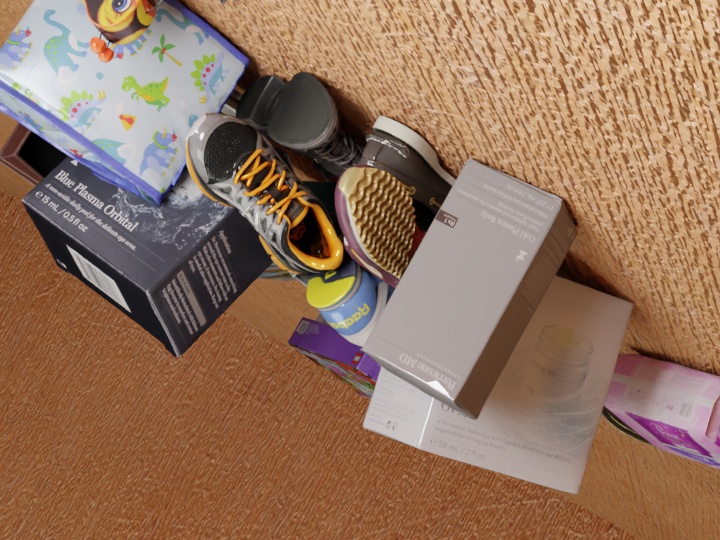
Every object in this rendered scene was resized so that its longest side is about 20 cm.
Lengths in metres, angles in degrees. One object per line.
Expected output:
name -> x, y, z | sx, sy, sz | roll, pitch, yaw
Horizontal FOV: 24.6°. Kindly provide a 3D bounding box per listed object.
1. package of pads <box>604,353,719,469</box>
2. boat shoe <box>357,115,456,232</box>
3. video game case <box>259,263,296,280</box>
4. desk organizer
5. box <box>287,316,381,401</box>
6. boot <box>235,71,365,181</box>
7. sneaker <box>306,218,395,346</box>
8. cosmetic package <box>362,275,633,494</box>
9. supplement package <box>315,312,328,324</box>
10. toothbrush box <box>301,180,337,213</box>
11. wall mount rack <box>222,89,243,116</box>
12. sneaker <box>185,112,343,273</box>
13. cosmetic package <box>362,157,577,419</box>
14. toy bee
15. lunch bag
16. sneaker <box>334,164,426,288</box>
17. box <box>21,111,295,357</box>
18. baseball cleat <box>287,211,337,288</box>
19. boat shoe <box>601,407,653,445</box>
package of pads -> 0.357, 0.155, 1.761 | 0.120, 0.076, 0.199 | 34, 171, -25
boat shoe -> 0.058, -0.072, 1.572 | 0.071, 0.061, 0.201 | 24, 168, 40
video game case -> -0.097, -0.008, 1.816 | 0.142, 0.018, 0.199 | -5, 172, 38
desk organizer -> -0.283, -0.179, 1.681 | 0.071, 0.201, 0.077 | 34, 169, -20
box -> 0.014, 0.115, 1.848 | 0.136, 0.039, 0.200 | 36, 171, -23
boot -> -0.018, -0.120, 1.592 | 0.173, 0.070, 0.200 | 32, 178, -28
sneaker -> 0.000, 0.000, 1.633 | 0.073, 0.201, 0.082 | -27, 115, 28
cosmetic package -> 0.137, 0.093, 1.630 | 0.198, 0.203, 0.123 | 18, 176, -28
supplement package -> 0.079, 0.059, 1.930 | 0.190, 0.148, 0.200 | 33, 171, -14
toothbrush box -> -0.111, -0.055, 1.877 | 0.197, 0.087, 0.146 | 0, 177, -11
wall mount rack -> -0.187, -0.168, 1.820 | 0.173, 0.075, 0.200 | 32, 170, -5
sneaker -> -0.082, -0.071, 1.527 | 0.200, 0.079, 0.077 | 46, 167, -30
cosmetic package -> 0.099, 0.018, 1.470 | 0.106, 0.202, 0.090 | 25, 170, 24
toy bee -> -0.219, -0.243, 1.424 | 0.199, 0.109, 0.131 | 23, 166, 44
lunch bag -> -0.229, -0.183, 1.568 | 0.199, 0.171, 0.127 | 31, 169, 1
sneaker -> 0.010, -0.037, 1.502 | 0.089, 0.075, 0.200 | 21, 163, 36
box -> -0.191, -0.059, 1.637 | 0.196, 0.200, 0.118 | 32, 157, 30
baseball cleat -> -0.014, -0.021, 1.744 | 0.198, 0.070, 0.107 | -10, -115, -42
boat shoe -> 0.284, 0.132, 1.922 | 0.199, 0.075, 0.068 | 37, 179, 13
